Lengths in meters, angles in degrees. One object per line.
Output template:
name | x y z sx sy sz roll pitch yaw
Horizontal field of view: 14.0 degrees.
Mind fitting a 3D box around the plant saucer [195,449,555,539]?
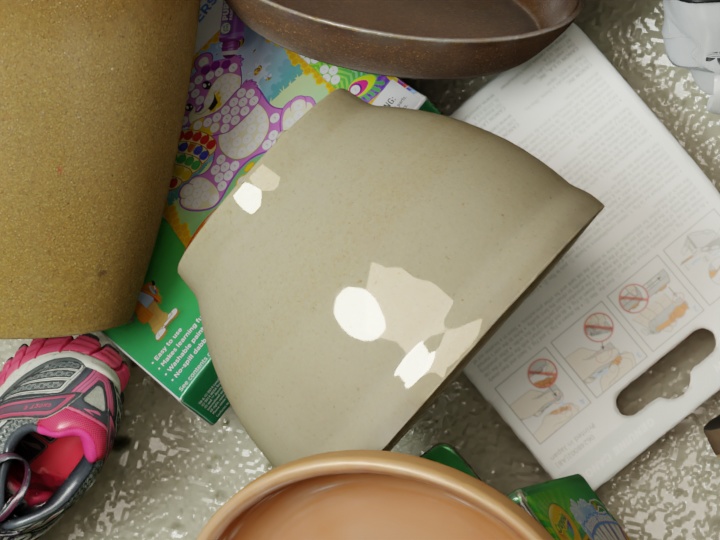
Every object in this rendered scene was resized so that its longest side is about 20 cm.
plant saucer | 0.016 0.167 1.315 0.200 0.037 0.200 7 115 16

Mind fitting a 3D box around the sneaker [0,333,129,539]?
sneaker | -0.194 0.117 1.490 0.081 0.075 0.200 30 117 -19

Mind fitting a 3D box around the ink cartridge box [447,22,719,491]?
ink cartridge box | 0.110 -0.004 1.504 0.160 0.047 0.200 -39 77 1

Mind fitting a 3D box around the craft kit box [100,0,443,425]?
craft kit box | -0.085 -0.054 1.529 0.197 0.049 0.200 37 87 36

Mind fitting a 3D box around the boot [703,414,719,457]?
boot | 0.276 0.073 1.444 0.200 0.074 0.076 -23 93 11

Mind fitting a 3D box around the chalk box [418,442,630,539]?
chalk box | 0.078 0.179 1.409 0.124 0.124 0.200 -38 78 14

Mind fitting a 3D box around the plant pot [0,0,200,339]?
plant pot | -0.165 -0.072 1.443 0.186 0.186 0.200 1 99 12

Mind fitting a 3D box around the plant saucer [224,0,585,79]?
plant saucer | 0.013 -0.142 1.494 0.200 0.200 0.035 18 117 15

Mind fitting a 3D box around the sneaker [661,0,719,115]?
sneaker | 0.189 -0.175 1.508 0.075 0.115 0.200 2 44 12

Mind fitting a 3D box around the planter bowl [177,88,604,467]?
planter bowl | 0.000 0.000 1.385 0.135 0.200 0.200 42 89 4
